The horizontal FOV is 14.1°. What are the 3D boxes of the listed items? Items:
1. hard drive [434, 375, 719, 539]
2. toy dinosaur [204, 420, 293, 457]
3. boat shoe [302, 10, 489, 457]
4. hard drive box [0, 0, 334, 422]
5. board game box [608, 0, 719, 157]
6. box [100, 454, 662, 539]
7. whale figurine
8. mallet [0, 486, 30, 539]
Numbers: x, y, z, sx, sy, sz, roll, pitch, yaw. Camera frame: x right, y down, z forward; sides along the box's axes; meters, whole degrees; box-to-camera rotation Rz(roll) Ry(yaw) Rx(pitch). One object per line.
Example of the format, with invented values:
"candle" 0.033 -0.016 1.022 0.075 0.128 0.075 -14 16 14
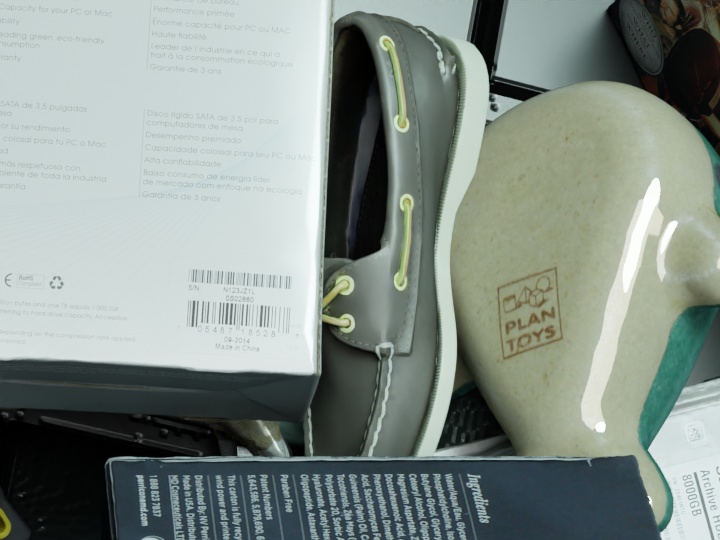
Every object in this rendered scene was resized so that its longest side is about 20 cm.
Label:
"hard drive" 0.106 0.126 1.191 0.199 0.038 0.141 -12 82 -17
"toy dinosaur" -0.065 -0.018 1.155 0.076 0.102 0.201 -1 71 -6
"boat shoe" 0.000 0.000 1.144 0.060 0.072 0.203 17 76 -37
"hard drive box" -0.089 -0.053 1.068 0.155 0.077 0.201 4 74 -4
"board game box" 0.178 -0.043 1.193 0.034 0.135 0.201 -23 84 -17
"box" 0.004 0.179 1.049 0.195 0.124 0.201 -1 121 -9
"whale figurine" 0.096 0.026 1.156 0.104 0.158 0.201 32 47 -45
"mallet" -0.189 0.030 1.106 0.066 0.041 0.201 -24 110 -11
